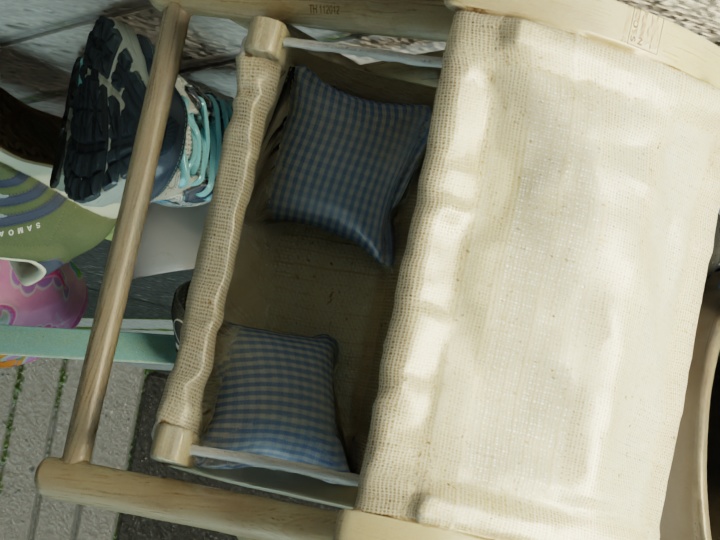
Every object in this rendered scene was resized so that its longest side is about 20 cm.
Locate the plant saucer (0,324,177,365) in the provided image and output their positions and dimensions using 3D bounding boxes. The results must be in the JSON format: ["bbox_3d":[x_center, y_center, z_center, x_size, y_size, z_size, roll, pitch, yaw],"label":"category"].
[{"bbox_3d":[-0.121,0.042,1.169,0.198,0.019,0.070,3,177,-5],"label":"plant saucer"}]

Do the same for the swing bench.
[{"bbox_3d":[0.015,0.006,0.776,0.199,0.200,0.129,4,168,38],"label":"swing bench"}]

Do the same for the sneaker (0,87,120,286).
[{"bbox_3d":[-0.191,-0.043,1.048,0.200,0.090,0.067,28,-155,-55],"label":"sneaker"}]

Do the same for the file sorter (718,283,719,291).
[{"bbox_3d":[0.283,0.055,0.976,0.199,0.139,0.123,16,137,-43],"label":"file sorter"}]

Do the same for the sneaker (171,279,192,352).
[{"bbox_3d":[0.000,0.000,1.122,0.198,0.087,0.081,-7,-143,-5],"label":"sneaker"}]

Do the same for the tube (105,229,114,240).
[{"bbox_3d":[-0.092,-0.030,1.279,0.199,0.052,0.058,17,171,-40],"label":"tube"}]

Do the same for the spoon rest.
[{"bbox_3d":[-0.078,-0.031,1.138,0.061,0.099,0.200,54,162,-5],"label":"spoon rest"}]

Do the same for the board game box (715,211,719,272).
[{"bbox_3d":[0.213,0.010,1.133,0.199,0.035,0.135,12,162,-11],"label":"board game box"}]

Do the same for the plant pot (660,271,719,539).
[{"bbox_3d":[0.126,0.102,1.065,0.173,0.202,0.200,-3,167,31],"label":"plant pot"}]

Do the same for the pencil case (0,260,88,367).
[{"bbox_3d":[-0.219,-0.021,1.193,0.087,0.088,0.200,8,156,17],"label":"pencil case"}]

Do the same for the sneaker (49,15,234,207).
[{"bbox_3d":[-0.082,-0.063,0.942,0.086,0.078,0.200,9,-177,-12],"label":"sneaker"}]

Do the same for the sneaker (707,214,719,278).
[{"bbox_3d":[0.098,-0.009,0.920,0.199,0.076,0.115,15,-164,-34],"label":"sneaker"}]
